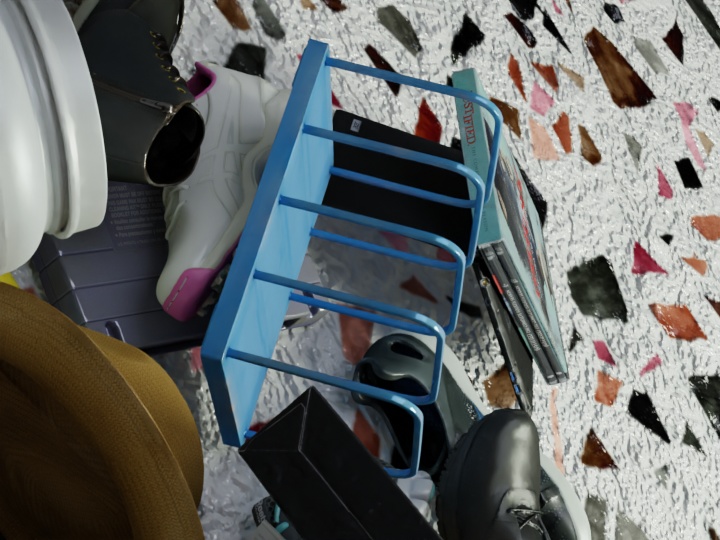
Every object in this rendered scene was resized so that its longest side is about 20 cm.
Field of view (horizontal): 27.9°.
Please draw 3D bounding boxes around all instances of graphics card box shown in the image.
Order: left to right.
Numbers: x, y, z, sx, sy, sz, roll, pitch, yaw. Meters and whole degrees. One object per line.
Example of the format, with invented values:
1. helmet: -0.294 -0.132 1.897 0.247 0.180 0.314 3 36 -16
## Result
1. graphics card box: 0.024 0.150 0.691 0.126 0.051 0.201 48 -8 34

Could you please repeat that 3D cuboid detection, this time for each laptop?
1. laptop: 0.050 -0.009 1.040 0.178 0.102 0.202 -75 147 -63

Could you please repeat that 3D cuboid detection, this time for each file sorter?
1. file sorter: 0.000 0.000 0.838 0.121 0.139 0.202 14 65 6

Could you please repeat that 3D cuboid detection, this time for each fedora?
1. fedora: -0.136 0.087 0.685 0.202 0.200 0.082 55 37 -1

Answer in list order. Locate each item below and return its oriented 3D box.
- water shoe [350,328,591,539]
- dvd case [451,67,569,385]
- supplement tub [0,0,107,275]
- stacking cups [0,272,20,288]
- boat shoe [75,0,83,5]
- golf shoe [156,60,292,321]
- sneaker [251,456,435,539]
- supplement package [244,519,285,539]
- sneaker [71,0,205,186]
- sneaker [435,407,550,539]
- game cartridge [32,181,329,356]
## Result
1. water shoe: 0.067 0.131 0.957 0.200 0.072 0.079 48 35 6
2. dvd case: 0.108 -0.027 1.028 0.201 0.022 0.148 59 21 -53
3. supplement tub: -0.229 -0.057 0.670 0.198 0.145 0.146 -15 73 -22
4. stacking cups: -0.166 0.083 0.767 0.060 0.060 0.202 -35 96 -51
5. boat shoe: -0.160 -0.205 0.906 0.074 0.062 0.200 69 12 16
6. golf shoe: -0.096 -0.052 0.876 0.091 0.076 0.201 29 42 -8
7. sneaker: -0.031 0.172 0.839 0.091 0.078 0.201 34 38 -1
8. supplement package: -0.003 0.245 0.684 0.111 0.156 0.201 -42 113 -10
9. sneaker: -0.123 -0.106 0.844 0.105 0.076 0.201 10 41 16
10. sneaker: 0.092 0.185 0.872 0.075 0.090 0.203 6 88 -40
11. game cartridge: -0.115 -0.015 0.898 0.199 0.038 0.131 -9 67 -48
